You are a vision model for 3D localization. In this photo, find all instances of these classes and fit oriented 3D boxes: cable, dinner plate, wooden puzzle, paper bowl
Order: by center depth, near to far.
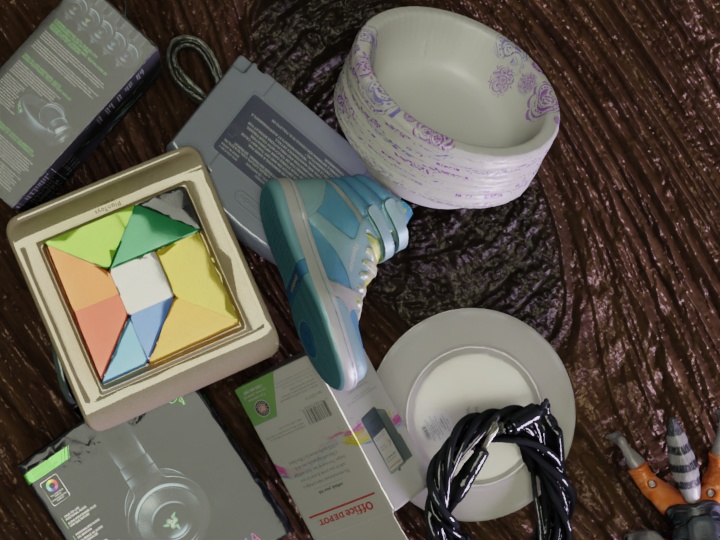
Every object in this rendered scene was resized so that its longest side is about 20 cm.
[{"bbox_3d":[-0.187,0.014,1.575,0.184,0.037,0.201,-23,90,-11],"label":"wooden puzzle"},{"bbox_3d":[0.072,-0.136,1.637,0.199,0.201,0.105,22,132,-4],"label":"paper bowl"},{"bbox_3d":[0.127,0.220,1.650,0.162,0.051,0.202,-22,119,-35],"label":"cable"},{"bbox_3d":[-0.117,-0.127,1.678,0.096,0.050,0.202,-16,92,-6],"label":"cable"},{"bbox_3d":[0.106,0.136,1.706,0.198,0.024,0.202,0,89,-3],"label":"dinner plate"}]

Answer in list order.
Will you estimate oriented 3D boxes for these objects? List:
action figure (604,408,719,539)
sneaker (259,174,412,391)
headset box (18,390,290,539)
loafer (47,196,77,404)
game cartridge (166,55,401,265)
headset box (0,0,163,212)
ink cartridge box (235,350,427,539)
[{"bbox_3d":[0.281,0.239,1.680,0.198,0.105,0.195,-11,81,-6],"label":"action figure"},{"bbox_3d":[0.000,0.000,1.587,0.130,0.080,0.201,-12,72,-22],"label":"sneaker"},{"bbox_3d":[-0.188,0.196,1.641,0.173,0.093,0.201,-33,91,-4],"label":"headset box"},{"bbox_3d":[-0.245,0.019,1.627,0.062,0.072,0.202,-10,65,5],"label":"loafer"},{"bbox_3d":[-0.073,-0.083,1.651,0.200,0.041,0.133,40,66,-8],"label":"game cartridge"},{"bbox_3d":[-0.264,-0.154,1.606,0.093,0.174,0.200,42,88,-3],"label":"headset box"},{"bbox_3d":[-0.014,0.168,1.646,0.067,0.117,0.201,-29,92,-46],"label":"ink cartridge box"}]
